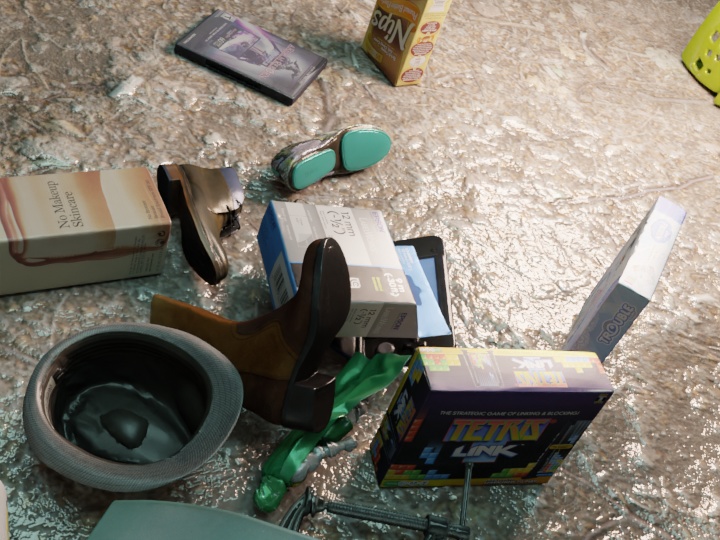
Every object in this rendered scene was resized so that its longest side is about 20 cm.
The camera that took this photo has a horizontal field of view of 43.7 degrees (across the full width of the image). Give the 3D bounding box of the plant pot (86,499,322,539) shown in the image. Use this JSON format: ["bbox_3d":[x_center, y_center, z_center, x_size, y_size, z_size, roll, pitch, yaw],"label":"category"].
[{"bbox_3d":[-0.129,0.275,0.708,0.200,0.141,0.141,20,42,9],"label":"plant pot"}]

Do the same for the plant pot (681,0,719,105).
[{"bbox_3d":[0.780,-0.414,1.741,0.200,0.199,0.182,6,51,-18],"label":"plant pot"}]

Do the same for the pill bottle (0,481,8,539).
[{"bbox_3d":[-0.317,0.254,0.665,0.111,0.111,0.200,-1,46,-23],"label":"pill bottle"}]

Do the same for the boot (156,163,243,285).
[{"bbox_3d":[-0.171,-0.066,1.079,0.097,0.075,0.200,-10,49,-26],"label":"boot"}]

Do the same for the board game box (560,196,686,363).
[{"bbox_3d":[0.301,0.038,1.071,0.043,0.200,0.199,32,44,10],"label":"board game box"}]

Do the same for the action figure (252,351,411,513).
[{"bbox_3d":[-0.036,0.162,0.895,0.200,0.118,0.055,-44,100,-29],"label":"action figure"}]

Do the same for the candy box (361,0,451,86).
[{"bbox_3d":[0.077,-0.412,1.439,0.055,0.200,0.115,-12,52,-33],"label":"candy box"}]

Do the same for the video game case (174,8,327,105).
[{"bbox_3d":[-0.167,-0.335,1.397,0.200,0.019,0.143,25,42,5],"label":"video game case"}]

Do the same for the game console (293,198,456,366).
[{"bbox_3d":[0.014,0.006,1.040,0.170,0.118,0.200,-8,45,7],"label":"game console"}]

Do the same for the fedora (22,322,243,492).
[{"bbox_3d":[-0.209,0.139,0.832,0.200,0.090,0.177,16,49,8],"label":"fedora"}]

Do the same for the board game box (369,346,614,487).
[{"bbox_3d":[0.129,0.152,0.911,0.200,0.165,0.057,3,45,-19],"label":"board game box"}]

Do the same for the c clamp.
[{"bbox_3d":[0.012,0.255,0.849,0.200,0.027,0.171,9,60,-12],"label":"c clamp"}]

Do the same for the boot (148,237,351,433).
[{"bbox_3d":[-0.113,0.048,0.873,0.200,0.189,0.068,11,15,25],"label":"boot"}]

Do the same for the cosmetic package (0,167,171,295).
[{"bbox_3d":[-0.322,-0.046,0.987,0.200,0.087,0.103,-10,52,-30],"label":"cosmetic package"}]

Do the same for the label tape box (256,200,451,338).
[{"bbox_3d":[0.000,0.000,0.976,0.200,0.066,0.143,2,47,-24],"label":"label tape box"}]

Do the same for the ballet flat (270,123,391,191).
[{"bbox_3d":[-0.045,-0.165,1.242,0.200,0.072,0.072,-25,60,-40],"label":"ballet flat"}]
